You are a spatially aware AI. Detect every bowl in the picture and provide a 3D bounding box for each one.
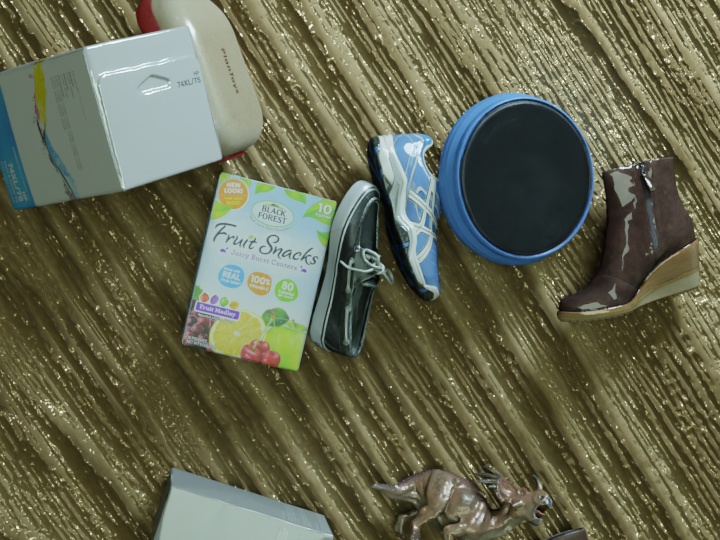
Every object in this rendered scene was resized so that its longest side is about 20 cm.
[{"bbox_3d":[0.187,-0.107,1.509,0.198,0.039,0.204,0,91,-23],"label":"bowl"}]

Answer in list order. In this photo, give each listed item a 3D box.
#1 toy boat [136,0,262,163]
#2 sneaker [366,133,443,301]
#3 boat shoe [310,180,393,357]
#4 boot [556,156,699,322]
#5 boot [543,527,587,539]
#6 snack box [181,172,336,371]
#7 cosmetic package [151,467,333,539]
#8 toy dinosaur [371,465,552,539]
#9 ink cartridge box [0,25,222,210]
[{"bbox_3d":[-0.203,-0.212,1.450,0.129,0.130,0.203,-18,96,23],"label":"toy boat"},{"bbox_3d":[0.068,-0.065,1.502,0.076,0.076,0.203,-15,96,-11],"label":"sneaker"},{"bbox_3d":[-0.002,0.000,1.486,0.067,0.073,0.202,17,91,33],"label":"boat shoe"},{"bbox_3d":[0.307,-0.036,1.542,0.197,0.072,0.169,-17,94,-14],"label":"boot"},{"bbox_3d":[0.214,0.421,1.554,0.198,0.072,0.168,-23,83,-4],"label":"boot"},{"bbox_3d":[-0.119,0.002,1.491,0.140,0.053,0.203,14,90,-9],"label":"snack box"},{"bbox_3d":[-0.138,0.301,1.476,0.197,0.107,0.091,16,91,-6],"label":"cosmetic package"},{"bbox_3d":[0.116,0.275,1.526,0.198,0.086,0.137,26,78,8],"label":"toy dinosaur"},{"bbox_3d":[-0.275,-0.160,1.361,0.146,0.198,0.148,-24,104,-46],"label":"ink cartridge box"}]
